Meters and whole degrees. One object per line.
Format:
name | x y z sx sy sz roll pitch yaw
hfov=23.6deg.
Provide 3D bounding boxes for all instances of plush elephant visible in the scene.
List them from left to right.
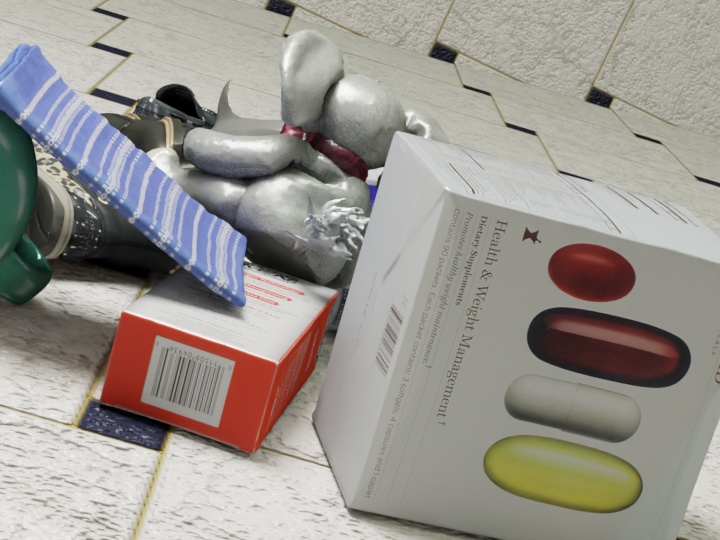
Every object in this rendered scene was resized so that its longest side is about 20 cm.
plush elephant | -0.032 -0.075 1.202 0.165 0.156 0.199 43 -25 -26

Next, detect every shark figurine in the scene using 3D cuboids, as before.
shark figurine | -0.094 -0.130 1.539 0.213 0.091 0.127 -14 -15 41

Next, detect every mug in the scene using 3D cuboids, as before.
mug | -0.261 -0.057 1.066 0.183 0.154 0.115 12 19 -25

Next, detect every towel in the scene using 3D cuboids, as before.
towel | -0.145 -0.062 1.071 0.200 0.024 0.145 41 8 -13

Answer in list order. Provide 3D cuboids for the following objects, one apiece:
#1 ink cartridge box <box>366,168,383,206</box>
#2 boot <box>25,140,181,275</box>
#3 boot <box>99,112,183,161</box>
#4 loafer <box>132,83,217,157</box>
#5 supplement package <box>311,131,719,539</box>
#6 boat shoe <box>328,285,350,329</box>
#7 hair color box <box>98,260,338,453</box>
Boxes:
ink cartridge box | -0.007 -0.071 1.508 0.198 0.044 0.197 8 -12 -35
boot | -0.206 -0.053 1.303 0.152 0.074 0.203 12 18 -34
boot | -0.234 -0.104 1.487 0.137 0.078 0.200 7 3 -21
loafer | -0.179 -0.150 1.716 0.067 0.071 0.200 20 14 10
supplement package | 0.099 0.046 1.017 0.198 0.193 0.147 13 14 -14
boat shoe | 0.002 -0.004 1.353 0.085 0.075 0.202 13 16 -16
hair color box | -0.083 0.045 1.079 0.100 0.062 0.200 18 14 6
